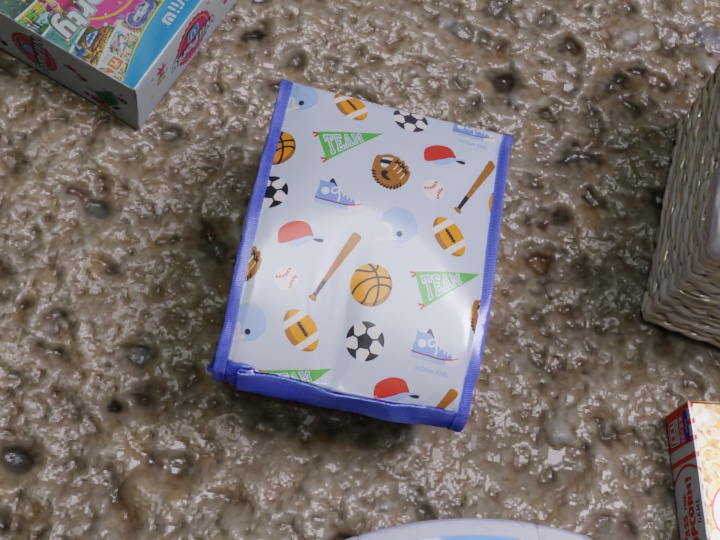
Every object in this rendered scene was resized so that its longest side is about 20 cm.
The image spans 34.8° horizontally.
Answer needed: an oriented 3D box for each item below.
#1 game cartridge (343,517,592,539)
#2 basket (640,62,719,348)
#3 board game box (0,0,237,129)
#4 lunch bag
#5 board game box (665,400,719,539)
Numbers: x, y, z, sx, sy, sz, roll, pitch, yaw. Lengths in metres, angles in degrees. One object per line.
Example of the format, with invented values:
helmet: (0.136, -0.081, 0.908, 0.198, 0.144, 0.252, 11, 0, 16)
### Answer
game cartridge: (0.059, 0.224, 0.719, 0.199, 0.041, 0.134, -2, 64, -9)
basket: (0.322, -0.044, 0.795, 0.199, 0.161, 0.199, 17, 67, 1)
board game box: (-0.208, -0.219, 0.851, 0.199, 0.064, 0.148, 30, 67, 4)
lunch bag: (0.000, 0.000, 0.757, 0.169, 0.124, 0.201, 11, 59, -4)
board game box: (0.315, 0.166, 0.769, 0.199, 0.046, 0.152, 2, 68, -7)
